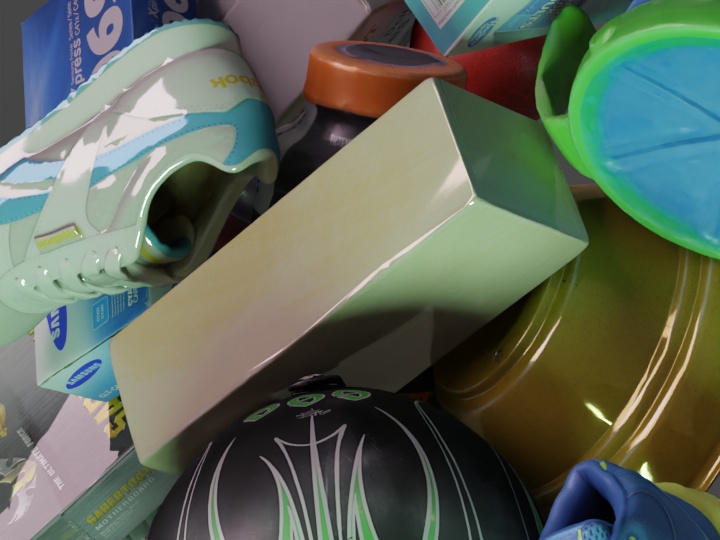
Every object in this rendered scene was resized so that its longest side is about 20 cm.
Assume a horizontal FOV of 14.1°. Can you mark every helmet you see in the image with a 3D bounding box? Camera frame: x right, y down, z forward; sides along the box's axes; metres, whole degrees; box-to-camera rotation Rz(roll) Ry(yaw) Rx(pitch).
[{"bbox_3d":[-0.001,0.152,1.133,0.201,0.199,0.191,-56,13,17],"label":"helmet"}]

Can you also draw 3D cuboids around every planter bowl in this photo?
[{"bbox_3d":[0.088,0.027,1.235,0.200,0.083,0.201,-48,26,33],"label":"planter bowl"}]

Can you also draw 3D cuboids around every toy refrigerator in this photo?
[{"bbox_3d":[-0.009,0.008,1.206,0.200,0.076,0.070,-38,54,29],"label":"toy refrigerator"}]

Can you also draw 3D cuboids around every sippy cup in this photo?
[{"bbox_3d":[0.164,-0.093,1.158,0.140,0.177,0.131,101,-169,-54],"label":"sippy cup"}]

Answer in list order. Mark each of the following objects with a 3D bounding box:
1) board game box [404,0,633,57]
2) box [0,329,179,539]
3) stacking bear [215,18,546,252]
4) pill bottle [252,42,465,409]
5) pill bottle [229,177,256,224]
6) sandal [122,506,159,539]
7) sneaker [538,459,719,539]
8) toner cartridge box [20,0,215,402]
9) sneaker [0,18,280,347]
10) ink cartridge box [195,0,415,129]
[{"bbox_3d":[0.128,-0.167,1.227,0.047,0.199,0.151,57,133,16],"label":"board game box"},{"bbox_3d":[-0.148,0.040,1.451,0.158,0.048,0.200,-41,49,-1],"label":"box"},{"bbox_3d":[0.025,-0.053,1.427,0.200,0.121,0.114,-54,38,15],"label":"stacking bear"},{"bbox_3d":[0.000,0.000,1.322,0.106,0.106,0.201,-139,54,-67],"label":"pill bottle"},{"bbox_3d":[-0.084,-0.047,1.658,0.200,0.106,0.107,-42,30,40],"label":"pill bottle"},{"bbox_3d":[-0.084,0.104,1.464,0.201,0.050,0.083,-17,55,1],"label":"sandal"},{"bbox_3d":[0.094,0.154,1.048,0.076,0.105,0.201,-34,34,32],"label":"sneaker"},{"bbox_3d":[-0.117,-0.049,1.390,0.095,0.043,0.201,-33,53,42],"label":"toner cartridge box"},{"bbox_3d":[-0.118,-0.022,1.290,0.200,0.076,0.081,-42,58,26],"label":"sneaker"},{"bbox_3d":[-0.012,-0.135,1.496,0.146,0.084,0.200,-47,-10,34],"label":"ink cartridge box"}]
